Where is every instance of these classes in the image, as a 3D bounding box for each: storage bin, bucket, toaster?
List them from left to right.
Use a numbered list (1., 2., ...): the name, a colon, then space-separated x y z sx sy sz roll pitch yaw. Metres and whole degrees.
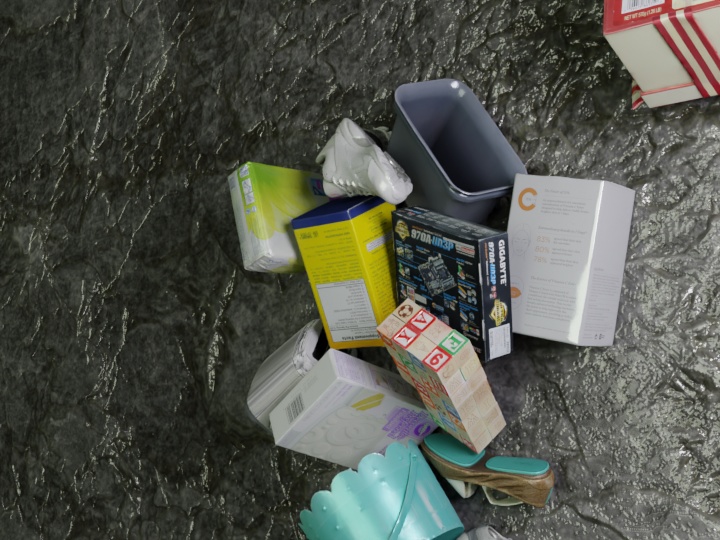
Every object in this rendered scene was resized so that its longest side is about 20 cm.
1. toaster: -0.081 0.160 1.424 0.114 0.200 0.129 43 114 -9
2. bucket: 0.030 0.342 1.288 0.207 0.207 0.135 -50 62 24
3. storage bin: 0.121 -0.145 1.315 0.200 0.145 0.134 61 148 26

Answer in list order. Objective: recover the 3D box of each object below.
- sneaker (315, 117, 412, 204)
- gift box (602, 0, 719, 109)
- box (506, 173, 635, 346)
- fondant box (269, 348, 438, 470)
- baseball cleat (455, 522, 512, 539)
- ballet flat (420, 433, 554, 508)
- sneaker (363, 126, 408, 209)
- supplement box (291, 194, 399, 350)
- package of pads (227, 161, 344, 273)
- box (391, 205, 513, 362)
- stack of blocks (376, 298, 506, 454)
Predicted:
1. sneaker: -0.001 -0.127 1.305 0.099 0.078 0.200 -46 35 6
2. gift box: 0.374 -0.284 1.073 0.184 0.187 0.200 -2 69 37
3. box: 0.255 -0.013 1.202 0.124 0.097 0.200 10 92 40
4. fondant box: -0.003 0.201 1.320 0.144 0.200 0.058 -48 38 24
5. baseball cleat: 0.185 0.427 1.231 0.106 0.070 0.200 -38 64 30
6. ballet flat: 0.166 0.274 1.276 0.200 0.068 0.072 7 109 36
7. sneaker: 0.023 -0.124 1.404 0.074 0.087 0.200 -29 67 42
8. supplement box: 0.000 0.000 1.357 0.109 0.109 0.200 -7 105 39
9. package of pads: -0.097 -0.071 1.428 0.068 0.200 0.155 -26 70 41
10. box: 0.113 0.012 1.224 0.200 0.046 0.159 23 123 57
11. stack of blocks: 0.107 0.139 1.234 0.059 0.200 0.115 -43 47 -15
